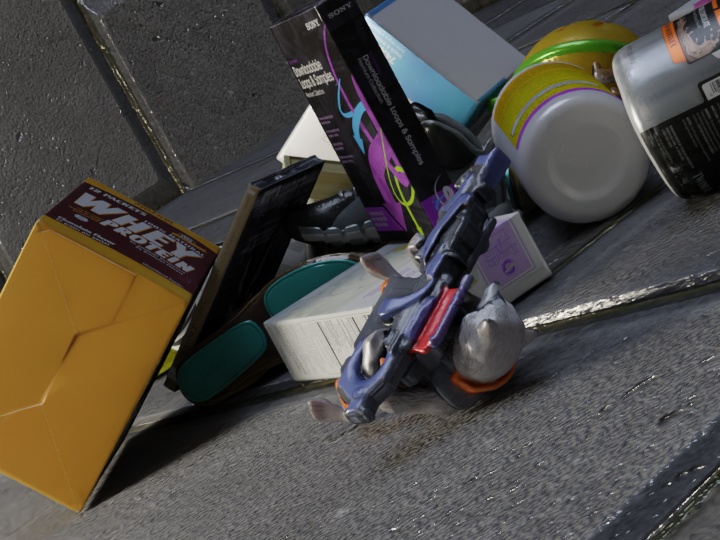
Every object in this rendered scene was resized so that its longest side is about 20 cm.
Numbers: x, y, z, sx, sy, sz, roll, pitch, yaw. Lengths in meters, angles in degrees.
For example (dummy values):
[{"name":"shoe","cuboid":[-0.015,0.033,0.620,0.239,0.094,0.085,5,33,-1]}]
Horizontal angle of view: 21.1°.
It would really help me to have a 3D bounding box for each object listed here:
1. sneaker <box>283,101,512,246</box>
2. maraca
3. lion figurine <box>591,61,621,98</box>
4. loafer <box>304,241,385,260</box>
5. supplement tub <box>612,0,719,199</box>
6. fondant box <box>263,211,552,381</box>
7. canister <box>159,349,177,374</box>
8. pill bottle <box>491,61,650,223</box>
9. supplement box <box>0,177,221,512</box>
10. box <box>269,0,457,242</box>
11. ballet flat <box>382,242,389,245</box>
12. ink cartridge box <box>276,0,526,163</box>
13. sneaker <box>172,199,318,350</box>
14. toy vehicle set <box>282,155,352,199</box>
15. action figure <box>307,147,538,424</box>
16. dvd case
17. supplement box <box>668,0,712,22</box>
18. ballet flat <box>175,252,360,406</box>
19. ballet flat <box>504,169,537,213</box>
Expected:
[{"name":"sneaker","cuboid":[0.029,-0.086,1.661,0.199,0.116,0.075,-4,12,8]},{"name":"maraca","cuboid":[0.204,-0.170,1.844,0.200,0.136,0.108,-37,42,58]},{"name":"lion figurine","cuboid":[0.268,-0.150,1.689,0.122,0.073,0.200,-1,25,0]},{"name":"loafer","cuboid":[0.000,0.000,1.706,0.063,0.072,0.200,-14,12,-12]},{"name":"supplement tub","cuboid":[0.291,-0.144,1.374,0.199,0.123,0.123,-26,9,16]},{"name":"fondant box","cuboid":[0.032,0.022,1.466,0.144,0.058,0.200,-32,10,-25]},{"name":"canister","cuboid":[-0.257,0.074,2.003,0.148,0.087,0.200,-36,9,-40]},{"name":"pill bottle","cuboid":[0.164,-0.111,1.571,0.104,0.105,0.200,-29,17,3]},{"name":"supplement box","cuboid":[-0.225,0.054,1.580,0.198,0.132,0.200,-62,3,12]},{"name":"box","cuboid":[0.004,-0.117,1.504,0.036,0.201,0.143,-29,8,-15]},{"name":"ballet flat","cuboid":[-0.046,-0.005,1.847,0.199,0.063,0.069,-26,8,21]},{"name":"ink cartridge box","cuboid":[0.042,-0.163,1.975,0.200,0.146,0.147,-55,-7,33]},{"name":"sneaker","cuboid":[-0.114,-0.006,1.782,0.201,0.076,0.115,-48,-32,-2]},{"name":"toy vehicle set","cuboid":[0.025,-0.079,1.804,0.199,0.027,0.124,6,8,-3]},{"name":"action figure","cuboid":[0.054,0.028,1.235,0.201,0.104,0.193,-57,22,-13]},{"name":"dvd case","cuboid":[-0.100,0.000,1.683,0.201,0.016,0.149,-66,-13,20]},{"name":"supplement box","cuboid":[0.374,-0.226,1.640,0.200,0.104,0.101,-33,10,-29]},{"name":"ballet flat","cuboid":[-0.066,0.047,1.622,0.200,0.068,0.072,-37,-7,14]},{"name":"ballet flat","cuboid":[0.159,-0.098,1.744,0.070,0.071,0.200,-28,9,7]}]
